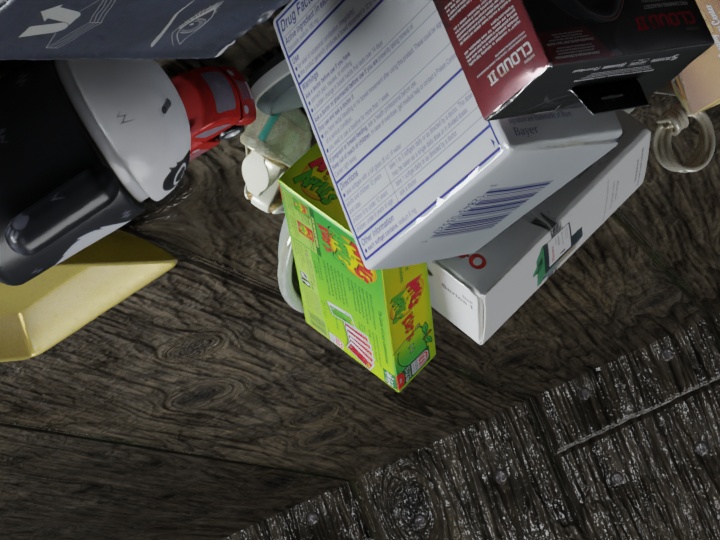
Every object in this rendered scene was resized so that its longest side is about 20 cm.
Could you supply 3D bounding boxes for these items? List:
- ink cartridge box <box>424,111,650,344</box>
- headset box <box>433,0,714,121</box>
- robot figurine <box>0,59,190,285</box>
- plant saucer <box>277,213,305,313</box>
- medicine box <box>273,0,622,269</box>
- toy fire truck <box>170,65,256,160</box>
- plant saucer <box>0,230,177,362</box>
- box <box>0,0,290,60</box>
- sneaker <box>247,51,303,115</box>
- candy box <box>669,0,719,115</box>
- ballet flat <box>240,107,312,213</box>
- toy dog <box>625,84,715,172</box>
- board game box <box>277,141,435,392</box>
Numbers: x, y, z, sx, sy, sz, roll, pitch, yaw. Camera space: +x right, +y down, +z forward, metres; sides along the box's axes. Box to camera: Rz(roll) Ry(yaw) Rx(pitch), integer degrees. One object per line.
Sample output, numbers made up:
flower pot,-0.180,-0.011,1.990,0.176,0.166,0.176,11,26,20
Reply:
ink cartridge box,0.103,-0.064,1.611,0.200,0.146,0.084,-43,157,-20
headset box,0.120,-0.185,1.303,0.148,0.201,0.075,-11,162,-38
robot figurine,-0.206,-0.067,1.368,0.199,0.151,0.125,-31,157,3
plant saucer,-0.005,-0.060,1.668,0.200,0.050,0.201,-38,151,-25
medicine box,0.053,-0.131,1.400,0.102,0.201,0.182,-9,161,-36
toy fire truck,-0.184,-0.083,1.493,0.199,0.049,0.141,-29,172,25
plant saucer,-0.286,0.018,1.749,0.199,0.049,0.200,-31,164,32
box,-0.101,-0.203,1.062,0.196,0.118,0.199,-33,164,37
sneaker,0.025,-0.125,1.548,0.199,0.121,0.084,-22,166,-2
candy box,0.315,-0.210,1.559,0.199,0.055,0.116,-24,125,0
ballet flat,-0.072,-0.081,1.668,0.063,0.067,0.200,-59,167,-17
toy dog,0.271,-0.183,1.641,0.201,0.132,0.096,-57,-171,-10
board game box,0.000,0.000,1.577,0.048,0.101,0.200,-45,154,-21
